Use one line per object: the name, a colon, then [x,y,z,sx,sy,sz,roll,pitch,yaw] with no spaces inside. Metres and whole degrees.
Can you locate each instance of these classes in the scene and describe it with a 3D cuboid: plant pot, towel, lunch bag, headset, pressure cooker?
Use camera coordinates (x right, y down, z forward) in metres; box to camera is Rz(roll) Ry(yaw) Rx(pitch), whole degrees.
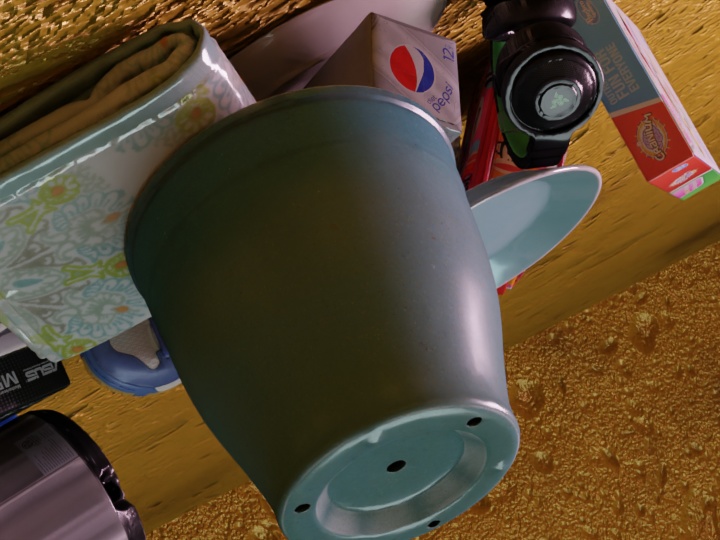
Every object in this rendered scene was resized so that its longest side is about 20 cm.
plant pot: [-0.010,0.040,0.824,0.198,0.189,0.201,-15,145,-11]
towel: [-0.138,-0.037,0.854,0.198,0.049,0.171,-27,146,5]
lunch bag: [0.114,-0.065,1.195,0.081,0.178,0.200,12,163,1]
headset: [0.100,-0.147,0.975,0.093,0.125,0.201,-7,151,-8]
pressure cooker: [-0.286,0.221,1.174,0.199,0.180,0.175,-31,-167,-33]

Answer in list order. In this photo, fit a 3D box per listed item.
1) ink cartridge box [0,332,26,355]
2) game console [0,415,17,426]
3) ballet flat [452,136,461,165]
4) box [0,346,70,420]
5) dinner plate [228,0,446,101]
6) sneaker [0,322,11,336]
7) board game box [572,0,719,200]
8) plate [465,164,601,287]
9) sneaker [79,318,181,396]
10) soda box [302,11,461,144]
ink cartridge box: [-0.268,0.039,1.091,0.161,0.058,0.199,-22,-172,-34]
game console: [-0.383,0.206,1.338,0.199,0.171,0.119,-21,141,-38]
ballet flat: [-0.013,-0.080,1.124,0.198,0.076,0.064,-24,137,-24]
box: [-0.344,0.125,1.129,0.199,0.048,0.193,-27,180,36]
dinner plate: [-0.028,-0.121,0.978,0.199,0.024,0.200,-29,170,-6]
sneaker: [-0.224,-0.007,0.939,0.198,0.072,0.084,-20,137,-36]
board game box: [0.223,-0.137,1.211,0.040,0.154,0.200,-31,169,16]
plate: [0.074,-0.018,1.037,0.198,0.026,0.201,-27,162,-9]
sneaker: [-0.117,0.037,1.145,0.199,0.076,0.088,-11,158,-44]
soda box: [-0.016,-0.070,0.945,0.063,0.069,0.200,15,147,-26]
